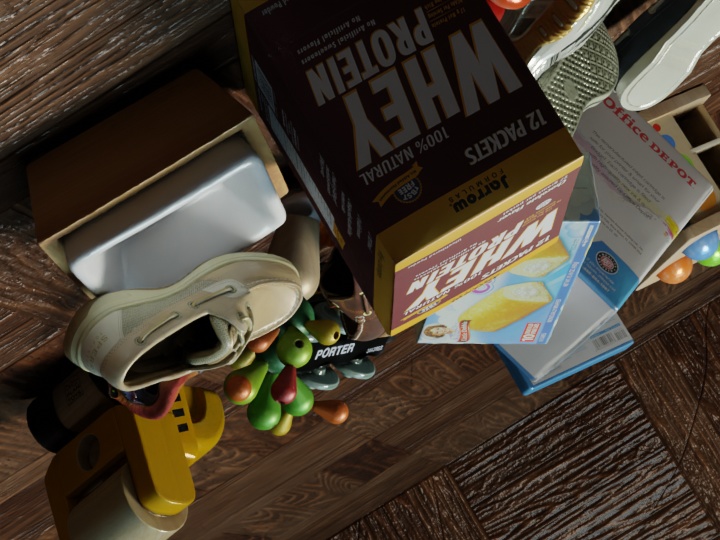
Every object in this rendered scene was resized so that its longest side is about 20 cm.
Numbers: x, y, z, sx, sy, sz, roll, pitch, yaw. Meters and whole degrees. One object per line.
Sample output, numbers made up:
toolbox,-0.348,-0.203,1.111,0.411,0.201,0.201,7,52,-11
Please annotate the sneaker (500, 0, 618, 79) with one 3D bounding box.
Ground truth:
sneaker,0.122,-0.163,1.651,0.200,0.076,0.087,-38,165,31

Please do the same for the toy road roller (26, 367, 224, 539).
toy road roller,-0.183,0.158,1.908,0.146,0.201,0.123,16,136,-43

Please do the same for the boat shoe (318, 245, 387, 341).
boat shoe,0.000,0.000,1.766,0.070,0.071,0.200,-17,154,-17

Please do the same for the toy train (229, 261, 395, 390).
toy train,-0.054,0.048,1.971,0.199,0.114,0.086,-11,129,-51

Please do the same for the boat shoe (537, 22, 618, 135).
boat shoe,0.147,-0.143,1.734,0.062,0.075,0.200,-16,-156,35

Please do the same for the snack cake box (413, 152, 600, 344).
snack cake box,0.112,-0.015,1.791,0.114,0.068,0.200,-1,150,-10

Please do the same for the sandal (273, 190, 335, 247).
sandal,0.012,-0.063,1.802,0.206,0.060,0.079,-4,154,-33

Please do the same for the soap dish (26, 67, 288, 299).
soap dish,-0.133,-0.050,1.482,0.157,0.082,0.200,-31,167,-2

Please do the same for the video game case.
video game case,0.154,0.007,2.089,0.143,0.201,0.018,-21,165,-37

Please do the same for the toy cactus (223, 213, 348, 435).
toy cactus,-0.051,0.041,1.710,0.102,0.166,0.200,9,172,2

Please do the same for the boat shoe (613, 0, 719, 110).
boat shoe,0.273,-0.217,1.820,0.075,0.062,0.200,7,134,-45

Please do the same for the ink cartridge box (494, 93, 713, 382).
ink cartridge box,0.185,-0.037,1.987,0.200,0.147,0.146,-46,179,-40

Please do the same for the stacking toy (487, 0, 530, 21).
stacking toy,0.117,-0.216,1.462,0.200,0.086,0.085,-33,169,37

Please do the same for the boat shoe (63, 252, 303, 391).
boat shoe,-0.106,0.040,1.511,0.199,0.065,0.072,-14,131,-45

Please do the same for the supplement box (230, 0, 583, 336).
supplement box,0.027,-0.094,1.412,0.132,0.201,0.197,-29,167,-7

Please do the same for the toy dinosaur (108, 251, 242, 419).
toy dinosaur,-0.150,0.055,1.709,0.200,0.104,0.182,-84,-168,-64

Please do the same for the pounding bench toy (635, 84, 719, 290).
pounding bench toy,0.303,-0.060,2.281,0.124,0.157,0.200,-23,166,-31
